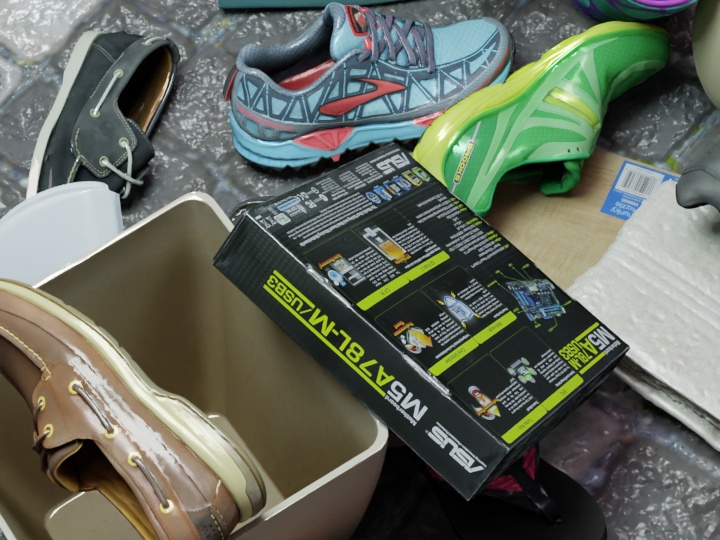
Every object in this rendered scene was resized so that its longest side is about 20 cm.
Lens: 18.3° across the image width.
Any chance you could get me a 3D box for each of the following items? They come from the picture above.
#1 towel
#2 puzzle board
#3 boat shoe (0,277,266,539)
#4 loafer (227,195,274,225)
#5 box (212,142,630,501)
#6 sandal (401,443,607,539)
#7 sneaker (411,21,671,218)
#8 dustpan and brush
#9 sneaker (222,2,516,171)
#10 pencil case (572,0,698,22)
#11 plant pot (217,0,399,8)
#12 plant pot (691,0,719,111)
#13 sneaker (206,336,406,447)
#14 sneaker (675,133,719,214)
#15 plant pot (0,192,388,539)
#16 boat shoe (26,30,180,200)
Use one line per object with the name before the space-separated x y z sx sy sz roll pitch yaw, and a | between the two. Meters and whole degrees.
towel | 0.230 0.039 1.364 0.199 0.035 0.133 35 62 16
puzzle board | 0.129 -0.016 1.434 0.199 0.017 0.151 19 59 16
boat shoe | -0.140 0.076 1.150 0.200 0.072 0.068 37 65 21
loafer | 0.000 0.000 1.384 0.199 0.072 0.073 19 90 17
box | 0.039 0.021 1.257 0.193 0.048 0.200 43 28 9
sandal | 0.068 0.108 1.312 0.075 0.045 0.200 -27 44 -19
sneaker | 0.124 -0.094 1.446 0.199 0.074 0.084 -32 83 -21
dustpan and brush | -0.226 0.019 1.405 0.198 0.057 0.141 -5 98 15
sneaker | 0.008 -0.133 1.467 0.199 0.096 0.080 -19 43 -7
pencil case | 0.179 -0.206 1.448 0.092 0.200 0.085 43 92 -2
plant pot | 0.005 -0.271 1.548 0.198 0.142 0.142 5 56 -2
plant pot | 0.290 -0.151 1.423 0.134 0.200 0.201 -8 46 45
sneaker | -0.024 0.049 1.341 0.199 0.076 0.071 10 48 30
sneaker | 0.268 -0.002 1.336 0.091 0.076 0.200 -40 77 7
plant pot | -0.111 0.117 1.269 0.199 0.178 0.200 -31 59 -14
boat shoe | -0.171 -0.077 1.469 0.067 0.072 0.201 6 55 14
